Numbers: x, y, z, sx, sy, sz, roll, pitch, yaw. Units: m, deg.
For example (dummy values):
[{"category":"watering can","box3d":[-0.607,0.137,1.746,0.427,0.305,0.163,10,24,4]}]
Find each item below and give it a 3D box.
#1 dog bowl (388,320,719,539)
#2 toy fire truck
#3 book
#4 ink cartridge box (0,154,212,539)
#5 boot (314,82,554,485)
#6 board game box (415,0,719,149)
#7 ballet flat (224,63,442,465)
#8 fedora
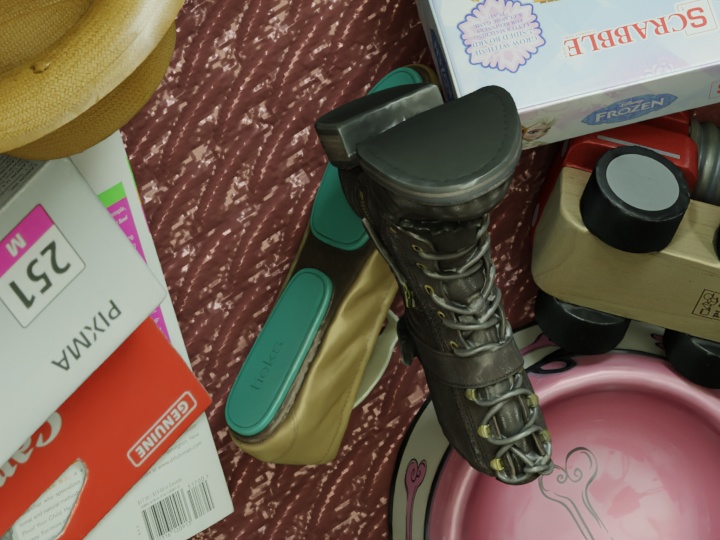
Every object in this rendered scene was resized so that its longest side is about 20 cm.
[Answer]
[{"category":"dog bowl","box3d":[0.116,0.124,1.340,0.199,0.074,0.202,-1,96,-6]},{"category":"toy fire truck","box3d":[0.179,-0.060,1.324,0.175,0.201,0.129,14,135,-6]},{"category":"book","box3d":[-0.140,0.050,1.274,0.133,0.048,0.201,-27,115,-28]},{"category":"ink cartridge box","box3d":[-0.161,0.072,1.214,0.200,0.043,0.174,-46,125,-18]},{"category":"boot","box3d":[0.049,0.011,1.209,0.069,0.200,0.175,-22,103,-9]},{"category":"board game box","box3d":[0.116,-0.165,1.284,0.199,0.041,0.201,-13,66,-5]},{"category":"ballet flat","box3d":[0.000,0.000,1.329,0.063,0.069,0.201,24,95,-36]},{"category":"fedora","box3d":[-0.142,-0.105,1.172,0.200,0.201,0.082,-40,138,-2]}]
